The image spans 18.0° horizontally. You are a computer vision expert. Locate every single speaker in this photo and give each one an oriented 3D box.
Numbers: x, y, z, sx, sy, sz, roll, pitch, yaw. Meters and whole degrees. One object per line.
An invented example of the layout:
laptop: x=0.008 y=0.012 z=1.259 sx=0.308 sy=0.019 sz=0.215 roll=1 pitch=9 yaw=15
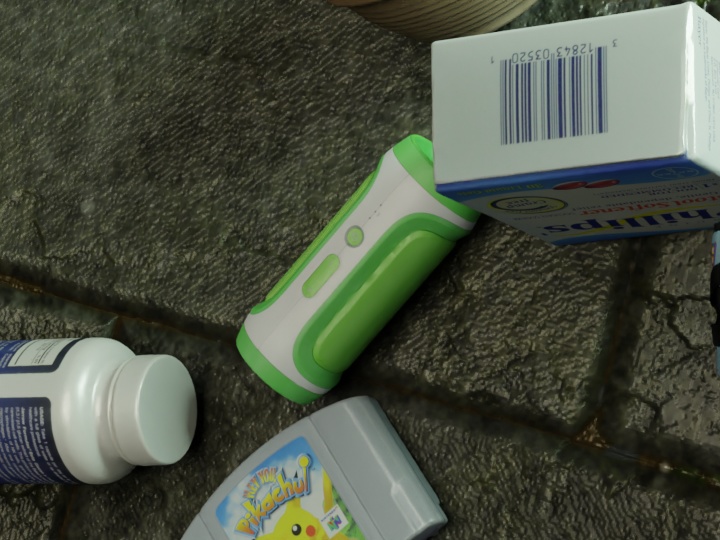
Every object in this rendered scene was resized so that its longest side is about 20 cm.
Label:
speaker: x=0.000 y=0.000 z=1.638 sx=0.200 sy=0.088 sz=0.089 roll=-49 pitch=63 yaw=14

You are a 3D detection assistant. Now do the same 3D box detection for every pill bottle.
pill bottle: x=-0.228 y=0.108 z=1.737 sx=0.199 sy=0.111 sz=0.112 roll=-3 pitch=81 yaw=29

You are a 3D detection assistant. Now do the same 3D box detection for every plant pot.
plant pot: x=0.070 y=-0.222 z=1.608 sx=0.200 sy=0.201 sz=0.093 roll=-18 pitch=114 yaw=26

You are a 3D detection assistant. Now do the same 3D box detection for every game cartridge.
game cartridge: x=-0.043 y=0.189 z=1.663 sx=0.200 sy=0.040 sz=0.134 roll=-42 pitch=61 yaw=17

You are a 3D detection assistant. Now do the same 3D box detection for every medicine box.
medicine box: x=0.169 y=-0.090 z=1.491 sx=0.181 sy=0.200 sz=0.104 roll=-6 pitch=77 yaw=29

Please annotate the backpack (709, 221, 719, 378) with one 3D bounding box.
backpack: x=0.294 y=0.026 z=1.400 sx=0.134 sy=0.200 sz=0.184 roll=-6 pitch=78 yaw=29
